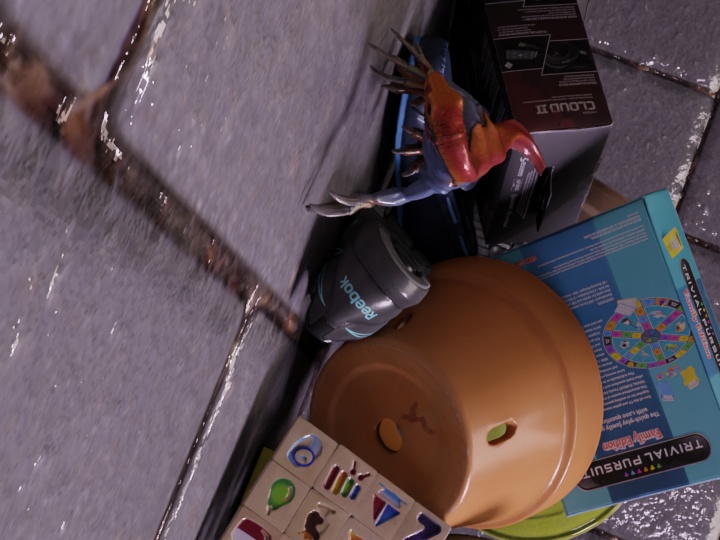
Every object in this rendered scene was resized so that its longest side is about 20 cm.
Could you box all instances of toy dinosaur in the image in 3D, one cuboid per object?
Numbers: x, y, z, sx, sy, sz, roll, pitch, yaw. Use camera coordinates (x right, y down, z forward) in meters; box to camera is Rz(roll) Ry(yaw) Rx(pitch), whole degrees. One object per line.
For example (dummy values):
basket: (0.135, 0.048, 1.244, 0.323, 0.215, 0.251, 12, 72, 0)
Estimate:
toy dinosaur: (0.061, -0.089, 0.823, 0.181, 0.197, 0.107, -139, -130, -66)

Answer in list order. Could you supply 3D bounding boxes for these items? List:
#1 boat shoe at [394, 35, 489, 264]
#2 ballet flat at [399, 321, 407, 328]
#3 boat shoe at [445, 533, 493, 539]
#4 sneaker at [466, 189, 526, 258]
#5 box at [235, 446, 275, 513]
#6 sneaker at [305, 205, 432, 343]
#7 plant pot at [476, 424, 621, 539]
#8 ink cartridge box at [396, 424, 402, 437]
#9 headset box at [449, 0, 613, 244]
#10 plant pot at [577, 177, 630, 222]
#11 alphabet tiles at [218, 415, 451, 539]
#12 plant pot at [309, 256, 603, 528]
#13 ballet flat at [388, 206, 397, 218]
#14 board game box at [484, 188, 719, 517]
boat shoe: (0.064, -0.088, 1.006, 0.201, 0.068, 0.085, 85, 17, -51)
ballet flat: (0.019, 0.078, 1.213, 0.201, 0.062, 0.069, 101, 14, -52)
boat shoe: (0.038, 0.238, 0.977, 0.076, 0.197, 0.074, 62, 35, -34)
sneaker: (0.105, -0.072, 1.168, 0.082, 0.070, 0.202, -28, -140, 47)
box: (-0.065, 0.196, 1.018, 0.200, 0.048, 0.119, 80, 32, -79)
sneaker: (0.000, 0.000, 0.945, 0.079, 0.076, 0.200, -41, -178, 8)
plant pot: (0.136, 0.100, 1.174, 0.202, 0.198, 0.194, -65, 151, -26)
ink cartridge box: (0.010, 0.216, 1.177, 0.146, 0.083, 0.202, 102, -13, -47)
headset box: (0.125, -0.128, 1.049, 0.149, 0.076, 0.202, 98, -14, -60)
plant pot: (0.188, -0.011, 1.238, 0.093, 0.199, 0.201, -56, 170, -9)
alphabet tiles: (-0.008, 0.220, 0.888, 0.168, 0.199, 0.008, -57, -164, -14)
plant pot: (0.055, 0.101, 0.989, 0.139, 0.199, 0.202, -16, 130, -52)
ballet flat: (0.049, -0.066, 1.127, 0.067, 0.046, 0.202, -17, -133, 58)
board game box: (0.186, 0.062, 1.001, 0.047, 0.150, 0.203, -17, 86, -52)
